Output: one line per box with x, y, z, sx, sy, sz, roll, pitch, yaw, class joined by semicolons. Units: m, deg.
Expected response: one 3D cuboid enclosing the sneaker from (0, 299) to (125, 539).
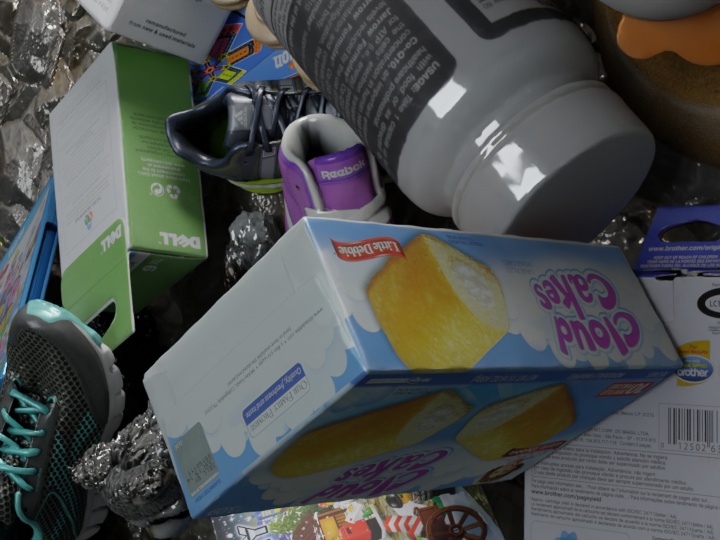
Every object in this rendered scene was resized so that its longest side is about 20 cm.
-0.199;0.113;0.834;0.077;0.091;0.201;19;125;19;sneaker

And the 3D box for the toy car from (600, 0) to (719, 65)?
0.105;-0.171;0.595;0.176;0.184;0.201;-27;102;14;toy car

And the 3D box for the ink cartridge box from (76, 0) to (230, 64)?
-0.119;-0.260;0.875;0.144;0.083;0.201;44;111;40;ink cartridge box

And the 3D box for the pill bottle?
0.042;-0.099;0.655;0.200;0.113;0.113;52;121;25;pill bottle

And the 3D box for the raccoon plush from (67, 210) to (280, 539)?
-0.112;0.064;0.834;0.096;0.134;0.201;-19;75;41;raccoon plush

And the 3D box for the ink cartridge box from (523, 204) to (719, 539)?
0.150;0.069;0.632;0.136;0.076;0.201;-1;89;44;ink cartridge box

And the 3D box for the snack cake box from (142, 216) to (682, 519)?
0.026;0.041;0.564;0.115;0.199;0.067;-43;60;35;snack cake box

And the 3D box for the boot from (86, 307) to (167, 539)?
-0.189;0.122;0.953;0.162;0.073;0.199;-40;64;27;boot

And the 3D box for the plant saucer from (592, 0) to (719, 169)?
0.185;-0.148;0.638;0.199;0.035;0.202;-3;85;42;plant saucer

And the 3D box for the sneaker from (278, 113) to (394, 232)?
-0.001;0.000;0.706;0.115;0.072;0.201;83;163;-49;sneaker

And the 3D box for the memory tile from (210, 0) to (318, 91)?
0.003;-0.177;0.779;0.153;0.017;0.200;-47;56;1;memory tile

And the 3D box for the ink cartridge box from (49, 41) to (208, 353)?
-0.152;-0.034;0.886;0.104;0.059;0.201;-33;58;47;ink cartridge box

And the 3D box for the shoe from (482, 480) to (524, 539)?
0.029;0.143;0.756;0.199;0.053;0.070;6;92;43;shoe

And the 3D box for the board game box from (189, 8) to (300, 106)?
-0.066;-0.164;0.882;0.199;0.019;0.104;-14;77;41;board game box

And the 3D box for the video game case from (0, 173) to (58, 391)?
-0.257;0.043;0.973;0.143;0.018;0.201;-50;26;38;video game case

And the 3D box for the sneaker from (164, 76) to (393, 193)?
-0.036;-0.084;0.809;0.199;0.081;0.074;-11;81;42;sneaker

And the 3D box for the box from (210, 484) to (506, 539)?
-0.014;0.107;0.714;0.038;0.136;0.201;80;170;-45;box
